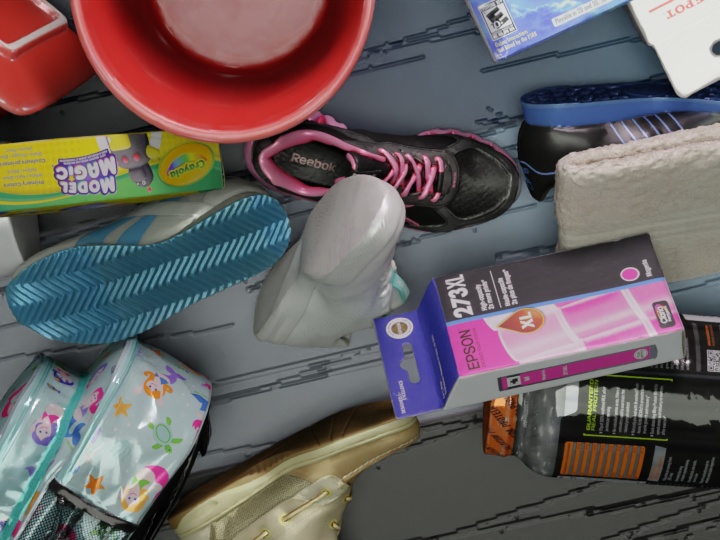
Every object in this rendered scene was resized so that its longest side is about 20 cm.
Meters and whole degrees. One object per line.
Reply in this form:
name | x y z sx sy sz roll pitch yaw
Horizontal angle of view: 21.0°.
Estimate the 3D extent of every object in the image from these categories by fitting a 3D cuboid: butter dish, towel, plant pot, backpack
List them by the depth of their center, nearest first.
plant pot | -0.085 -0.194 1.302 0.200 0.177 0.201 0 100 1
butter dish | -0.306 -0.144 1.317 0.199 0.200 0.148 40 109 -4
towel | 0.230 -0.048 1.351 0.200 0.035 0.133 -10 137 -4
backpack | -0.192 0.138 1.361 0.151 0.178 0.200 36 94 -9

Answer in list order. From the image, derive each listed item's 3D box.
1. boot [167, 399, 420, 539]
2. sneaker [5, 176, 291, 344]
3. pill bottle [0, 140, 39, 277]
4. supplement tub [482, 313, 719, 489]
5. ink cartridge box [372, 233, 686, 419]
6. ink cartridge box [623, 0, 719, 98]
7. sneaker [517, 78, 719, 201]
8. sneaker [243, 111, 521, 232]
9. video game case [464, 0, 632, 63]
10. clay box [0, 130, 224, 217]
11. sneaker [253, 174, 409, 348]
boot | -0.020 0.196 1.416 0.200 0.073 0.156 -28 97 7
sneaker | -0.151 -0.008 1.364 0.200 0.081 0.077 -18 113 -12
pill bottle | -0.334 -0.026 1.368 0.200 0.116 0.116 -11 98 2
supplement tub | 0.188 0.089 1.369 0.200 0.123 0.123 5 99 0
ink cartridge box | 0.111 0.037 1.315 0.200 0.095 0.037 -14 136 1
ink cartridge box | 0.223 -0.233 1.345 0.117 0.067 0.200 -26 97 7
sneaker | 0.210 -0.090 1.373 0.200 0.070 0.078 -1 110 3
sneaker | 0.015 -0.067 1.364 0.200 0.095 0.079 7 96 -1
video game case | 0.142 -0.261 1.290 0.200 0.045 0.181 -24 96 9
clay box | -0.182 -0.064 1.289 0.200 0.115 0.048 -7 92 -36
sneaker | 0.000 0.000 1.347 0.088 0.200 0.075 18 60 -17
